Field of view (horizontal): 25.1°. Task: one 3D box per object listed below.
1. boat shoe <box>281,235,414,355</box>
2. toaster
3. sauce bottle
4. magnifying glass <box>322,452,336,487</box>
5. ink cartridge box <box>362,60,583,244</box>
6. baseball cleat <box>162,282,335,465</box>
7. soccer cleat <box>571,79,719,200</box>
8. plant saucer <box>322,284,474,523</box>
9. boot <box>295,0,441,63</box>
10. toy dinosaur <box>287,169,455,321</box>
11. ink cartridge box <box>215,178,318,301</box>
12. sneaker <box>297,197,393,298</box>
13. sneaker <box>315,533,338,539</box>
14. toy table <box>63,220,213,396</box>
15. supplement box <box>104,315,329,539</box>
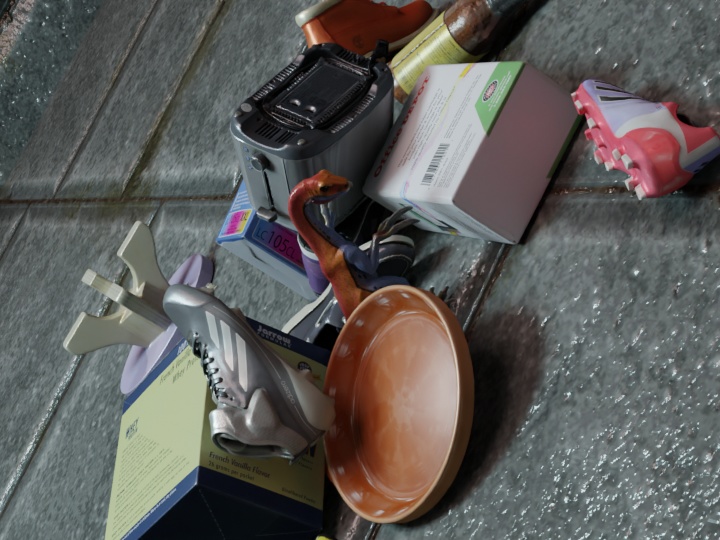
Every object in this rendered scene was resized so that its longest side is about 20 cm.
[{"bbox_3d":[-0.007,0.042,1.589,0.200,0.072,0.063,-45,46,35],"label":"boat shoe"},{"bbox_3d":[-0.038,-0.130,1.590,0.113,0.130,0.200,24,50,26],"label":"toaster"},{"bbox_3d":[0.107,-0.245,1.683,0.200,0.066,0.066,-36,32,40],"label":"sauce bottle"},{"bbox_3d":[-0.039,0.168,1.550,0.080,0.022,0.200,-59,22,3],"label":"magnifying glass"},{"bbox_3d":[0.102,-0.112,1.513,0.146,0.084,0.200,-62,23,-7],"label":"ink cartridge box"},{"bbox_3d":[-0.118,0.093,1.430,0.106,0.199,0.070,-45,-21,-26],"label":"baseball cleat"},{"bbox_3d":[0.229,-0.114,1.311,0.076,0.067,0.200,-24,23,2],"label":"soccer cleat"},{"bbox_3d":[0.034,0.114,1.382,0.200,0.032,0.203,-19,66,52],"label":"plant saucer"},{"bbox_3d":[0.011,-0.276,1.787,0.075,0.108,0.200,-30,3,46],"label":"boot"},{"bbox_3d":[0.000,0.000,1.454,0.104,0.181,0.202,-21,50,40],"label":"toy dinosaur"},{"bbox_3d":[-0.050,-0.088,1.720,0.076,0.136,0.202,-7,56,57],"label":"ink cartridge box"},{"bbox_3d":[-0.003,-0.053,1.666,0.200,0.075,0.088,-51,-30,-37],"label":"sneaker"},{"bbox_3d":[-0.078,0.305,1.414,0.199,0.075,0.077,-36,24,23],"label":"sneaker"},{"bbox_3d":[-0.284,0.048,2.052,0.183,0.117,0.202,-5,57,61],"label":"toy table"},{"bbox_3d":[-0.137,0.182,1.546,0.200,0.133,0.201,-44,33,41],"label":"supplement box"}]
